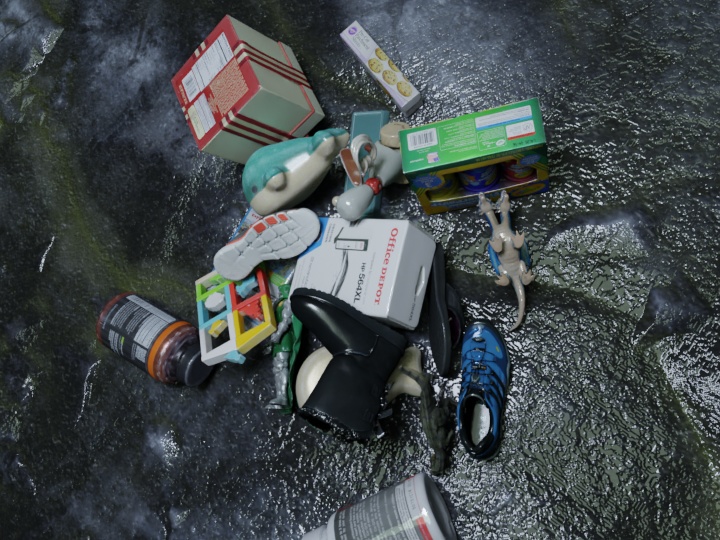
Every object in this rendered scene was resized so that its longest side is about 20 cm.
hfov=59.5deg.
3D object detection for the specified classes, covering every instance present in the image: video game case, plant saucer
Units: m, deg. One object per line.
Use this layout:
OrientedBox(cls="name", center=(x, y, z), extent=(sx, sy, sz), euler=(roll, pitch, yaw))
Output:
OrientedBox(cls="video game case", center=(-0.179, -0.005, 1.089), extent=(0.142, 0.018, 0.202), euler=(29, 87, 23))
OrientedBox(cls="plant saucer", center=(0.007, -0.181, 1.073), extent=(0.069, 0.019, 0.203), euler=(1, 76, 19))

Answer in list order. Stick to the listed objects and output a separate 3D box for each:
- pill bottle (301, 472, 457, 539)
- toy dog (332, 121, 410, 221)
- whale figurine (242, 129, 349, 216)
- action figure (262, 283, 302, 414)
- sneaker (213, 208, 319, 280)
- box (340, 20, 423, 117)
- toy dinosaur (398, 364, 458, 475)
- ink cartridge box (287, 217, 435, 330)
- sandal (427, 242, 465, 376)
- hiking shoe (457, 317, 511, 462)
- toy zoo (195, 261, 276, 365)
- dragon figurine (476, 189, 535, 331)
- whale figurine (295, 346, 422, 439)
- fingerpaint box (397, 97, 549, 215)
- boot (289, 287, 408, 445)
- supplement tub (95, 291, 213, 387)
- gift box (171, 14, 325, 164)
OrientedBox(cls="pill bottle", center=(0.023, 0.372, 0.871), extent=(0.198, 0.114, 0.115), euler=(-28, 69, 10))
OrientedBox(cls="toy dog", center=(0.011, -0.158, 0.983), extent=(0.095, 0.199, 0.134), euler=(14, 116, 33))
OrientedBox(cls="whale figurine", center=(-0.111, -0.174, 1.019), extent=(0.199, 0.159, 0.104), euler=(-37, 88, 33))
OrientedBox(cls="action figure", center=(-0.123, 0.117, 1.002), extent=(0.054, 0.118, 0.203), euler=(9, 65, -17))
OrientedBox(cls="sneaker", center=(-0.149, -0.057, 1.009), extent=(0.198, 0.078, 0.082), euler=(-22, 26, 22))
OrientedBox(cls="box", center=(0.036, -0.351, 1.095), extent=(0.041, 0.039, 0.201), euler=(-36, 68, 5))
OrientedBox(cls="toy dinosaur", center=(0.102, 0.194, 0.891), extent=(0.047, 0.088, 0.202), euler=(-7, 115, 27))
OrientedBox(cls="ink cartridge box", center=(0.000, 0.000, 0.963), extent=(0.198, 0.084, 0.148), euler=(4, 75, 39))
OrientedBox(cls="sandal", center=(0.130, 0.054, 0.944), extent=(0.047, 0.075, 0.203), euler=(0, 74, -7))
OrientedBox(cls="hiking shoe", center=(0.174, 0.164, 0.889), extent=(0.073, 0.087, 0.203), euler=(-4, 75, 17))
OrientedBox(cls="toy zoo", center=(-0.204, 0.066, 1.020), extent=(0.130, 0.020, 0.201), euler=(-28, 48, 10))
OrientedBox(cls="dragon figurine", center=(0.220, -0.021, 0.933), extent=(0.058, 0.100, 0.202), euler=(-15, 105, 14))
OrientedBox(cls="whale figurine", center=(0.001, 0.175, 0.952), extent=(0.197, 0.104, 0.161), euler=(-12, 70, -11))
OrientedBox(cls="fingerpaint box", center=(0.172, -0.159, 0.930), extent=(0.197, 0.167, 0.074), euler=(-10, 72, 15))
OrientedBox(cls="boot", center=(-0.037, 0.133, 0.868), extent=(0.196, 0.073, 0.164), euler=(28, 64, -3))
OrientedBox(cls="supplement tub", center=(-0.341, 0.121, 1.063), extent=(0.198, 0.107, 0.108), euler=(25, 85, 22))
OrientedBox(cls="gift box", center=(-0.196, -0.289, 1.084), extent=(0.199, 0.186, 0.187), euler=(-32, 69, 29))
